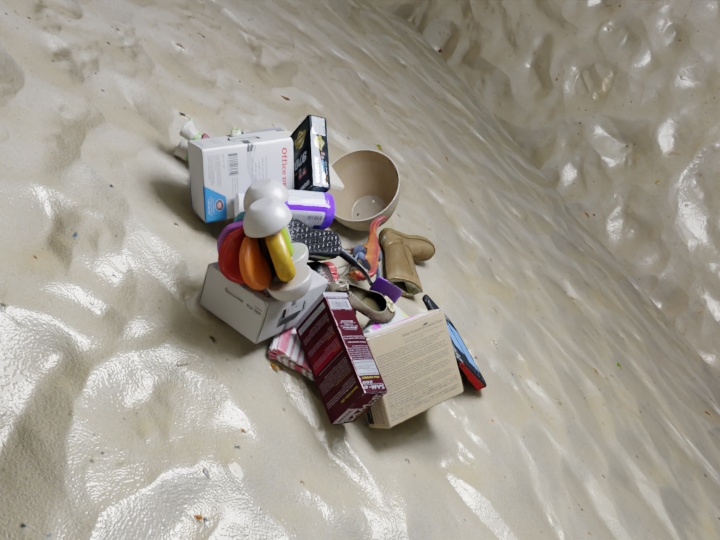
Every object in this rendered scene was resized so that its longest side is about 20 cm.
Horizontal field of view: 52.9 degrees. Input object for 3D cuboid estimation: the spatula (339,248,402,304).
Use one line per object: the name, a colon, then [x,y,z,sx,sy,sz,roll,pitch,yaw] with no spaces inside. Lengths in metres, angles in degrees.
spatula: [0.000,0.000,1.519,0.199,0.057,0.020,42,35,8]

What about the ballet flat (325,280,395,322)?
ballet flat: [0.009,0.056,1.439,0.198,0.046,0.068,20,33,-43]

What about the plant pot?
plant pot: [0.011,-0.178,1.808,0.202,0.198,0.135,56,-5,28]

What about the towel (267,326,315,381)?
towel: [-0.077,0.162,1.359,0.198,0.030,0.147,34,27,-13]

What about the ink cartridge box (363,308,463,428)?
ink cartridge box: [0.085,0.180,1.347,0.197,0.074,0.169,-16,91,-36]

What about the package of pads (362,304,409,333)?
package of pads: [0.093,0.167,1.511,0.199,0.068,0.155,40,29,-1]

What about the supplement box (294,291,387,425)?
supplement box: [-0.037,0.152,1.267,0.060,0.109,0.203,4,52,-41]

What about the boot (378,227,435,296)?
boot: [0.127,-0.010,1.813,0.171,0.067,0.202,14,35,-19]

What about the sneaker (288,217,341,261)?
sneaker: [-0.122,-0.048,1.446,0.198,0.082,0.074,17,61,-46]

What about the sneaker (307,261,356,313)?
sneaker: [-0.074,0.055,1.466,0.096,0.071,0.202,15,35,-38]

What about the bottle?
bottle: [-0.152,-0.123,1.440,0.195,0.084,0.067,2,63,-22]

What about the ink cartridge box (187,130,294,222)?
ink cartridge box: [-0.238,-0.193,1.458,0.196,0.150,0.084,-13,27,-31]

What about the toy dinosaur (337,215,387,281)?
toy dinosaur: [0.009,-0.034,1.621,0.103,0.205,0.181,14,2,-11]

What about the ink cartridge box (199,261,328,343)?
ink cartridge box: [-0.175,0.038,1.320,0.145,0.084,0.199,31,25,21]

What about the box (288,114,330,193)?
box: [-0.130,-0.212,1.547,0.045,0.199,0.163,6,69,-29]

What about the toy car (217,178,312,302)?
toy car: [-0.171,-0.041,1.225,0.201,0.147,0.178,-107,179,-61]

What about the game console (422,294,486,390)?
game console: [0.212,0.163,1.625,0.177,0.031,0.202,52,9,-52]

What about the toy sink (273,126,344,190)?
toy sink: [-0.148,-0.228,1.733,0.129,0.113,0.201,11,35,-42]

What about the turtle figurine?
turtle figurine: [-0.291,-0.256,1.572,0.192,0.203,0.144,32,-6,-4]
